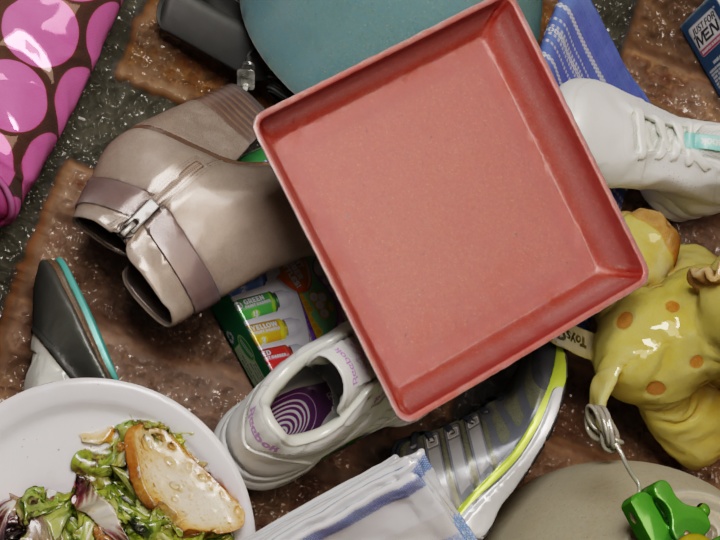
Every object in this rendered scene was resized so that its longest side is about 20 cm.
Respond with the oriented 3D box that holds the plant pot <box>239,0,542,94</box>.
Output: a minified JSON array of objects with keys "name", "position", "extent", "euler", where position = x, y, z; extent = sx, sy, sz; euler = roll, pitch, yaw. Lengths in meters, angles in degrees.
[{"name":"plant pot","position":[0.040,-0.190,1.533],"extent":[0.199,0.135,0.201],"euler":[21,38,-17]}]

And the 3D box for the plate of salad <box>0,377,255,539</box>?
[{"name":"plate of salad","position":[-0.161,0.164,1.404],"extent":[0.199,0.048,0.202],"euler":[0,93,-4]}]

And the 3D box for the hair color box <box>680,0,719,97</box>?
[{"name":"hair color box","position":[0.323,-0.117,1.687],"extent":[0.100,0.061,0.201],"euler":[-24,81,-24]}]

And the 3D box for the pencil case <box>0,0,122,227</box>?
[{"name":"pencil case","position":[-0.221,-0.130,1.496],"extent":[0.094,0.090,0.201],"euler":[43,56,-40]}]

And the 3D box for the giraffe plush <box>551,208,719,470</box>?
[{"name":"giraffe plush","position":[0.233,0.026,1.512],"extent":[0.199,0.162,0.174],"euler":[3,71,-53]}]

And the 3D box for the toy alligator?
[{"name":"toy alligator","position":[0.192,0.164,1.388],"extent":[0.054,0.059,0.201],"euler":[-16,78,-23]}]

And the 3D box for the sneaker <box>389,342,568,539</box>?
[{"name":"sneaker","position":[0.064,0.117,1.504],"extent":[0.081,0.074,0.201],"euler":[33,74,2]}]

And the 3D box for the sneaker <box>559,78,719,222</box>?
[{"name":"sneaker","position":[0.203,-0.083,1.569],"extent":[0.199,0.088,0.076],"euler":[16,74,-50]}]

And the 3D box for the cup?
[{"name":"cup","position":[0.180,0.204,1.483],"extent":[0.199,0.143,0.202],"euler":[6,71,-16]}]

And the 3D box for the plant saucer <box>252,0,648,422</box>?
[{"name":"plant saucer","position":[0.051,-0.038,1.431],"extent":[0.199,0.037,0.201],"euler":[-28,94,-26]}]

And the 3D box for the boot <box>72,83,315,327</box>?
[{"name":"boot","position":[-0.074,-0.019,1.471],"extent":[0.200,0.070,0.146],"euler":[40,64,7]}]

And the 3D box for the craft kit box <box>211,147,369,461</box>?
[{"name":"craft kit box","position":[0.000,0.000,1.549],"extent":[0.197,0.049,0.201],"euler":[-26,82,-27]}]

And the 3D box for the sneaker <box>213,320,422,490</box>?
[{"name":"sneaker","position":[0.005,0.065,1.451],"extent":[0.200,0.100,0.075],"euler":[-34,83,-27]}]

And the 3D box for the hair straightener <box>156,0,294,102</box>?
[{"name":"hair straightener","position":[-0.054,-0.119,1.536],"extent":[0.200,0.041,0.077],"euler":[39,37,12]}]

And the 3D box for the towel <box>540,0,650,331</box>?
[{"name":"towel","position":[0.144,-0.075,1.573],"extent":[0.145,0.024,0.201],"euler":[55,43,-42]}]

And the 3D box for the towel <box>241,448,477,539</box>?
[{"name":"towel","position":[0.018,0.211,1.408],"extent":[0.146,0.024,0.201],"euler":[-28,115,9]}]

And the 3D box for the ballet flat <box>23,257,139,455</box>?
[{"name":"ballet flat","position":[-0.162,0.089,1.452],"extent":[0.068,0.068,0.201],"euler":[-31,83,-12]}]
